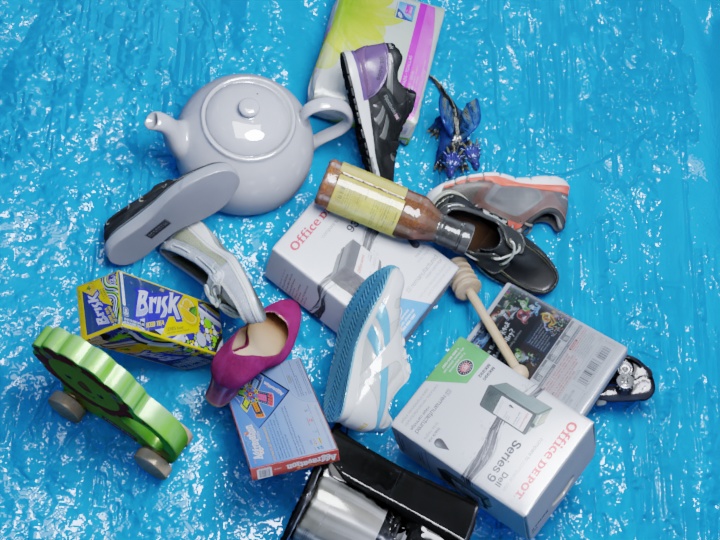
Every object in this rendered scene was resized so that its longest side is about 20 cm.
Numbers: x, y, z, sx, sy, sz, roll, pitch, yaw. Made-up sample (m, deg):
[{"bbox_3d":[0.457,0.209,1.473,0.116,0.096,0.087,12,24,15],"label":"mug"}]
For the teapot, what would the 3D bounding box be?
[{"bbox_3d":[-0.142,-0.176,1.686,0.197,0.146,0.200,36,66,5],"label":"teapot"}]

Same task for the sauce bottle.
[{"bbox_3d":[0.043,-0.073,1.633,0.198,0.066,0.066,24,66,-2],"label":"sauce bottle"}]

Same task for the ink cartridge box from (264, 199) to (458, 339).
[{"bbox_3d":[0.000,0.000,1.671,0.199,0.084,0.145,38,63,6],"label":"ink cartridge box"}]

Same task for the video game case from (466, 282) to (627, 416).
[{"bbox_3d":[0.205,0.134,1.651,0.181,0.023,0.201,30,70,25],"label":"video game case"}]

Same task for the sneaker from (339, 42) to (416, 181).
[{"bbox_3d":[0.037,-0.194,1.709,0.087,0.202,0.076,-15,28,-5],"label":"sneaker"}]

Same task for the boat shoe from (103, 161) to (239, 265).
[{"bbox_3d":[-0.240,-0.082,1.635,0.199,0.069,0.057,-33,53,12],"label":"boat shoe"}]

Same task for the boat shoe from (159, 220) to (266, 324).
[{"bbox_3d":[-0.179,0.008,1.618,0.065,0.075,0.202,-35,49,-10],"label":"boat shoe"}]

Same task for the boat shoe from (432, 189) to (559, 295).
[{"bbox_3d":[0.175,-0.027,1.706,0.199,0.068,0.072,35,95,-14],"label":"boat shoe"}]

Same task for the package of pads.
[{"bbox_3d":[0.019,-0.287,1.802,0.153,0.068,0.202,16,66,-4],"label":"package of pads"}]

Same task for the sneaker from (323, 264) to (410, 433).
[{"bbox_3d":[0.019,0.093,1.564,0.080,0.076,0.202,22,75,-24],"label":"sneaker"}]

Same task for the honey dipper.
[{"bbox_3d":[0.158,0.065,1.665,0.038,0.038,0.201,-14,50,-15],"label":"honey dipper"}]

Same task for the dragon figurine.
[{"bbox_3d":[0.127,-0.198,1.767,0.058,0.100,0.202,4,62,-9],"label":"dragon figurine"}]

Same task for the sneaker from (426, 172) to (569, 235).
[{"bbox_3d":[0.186,-0.081,1.749,0.198,0.077,0.083,-1,78,-8],"label":"sneaker"}]

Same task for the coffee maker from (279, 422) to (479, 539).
[{"bbox_3d":[0.033,0.275,1.543,0.199,0.135,0.193,27,65,0],"label":"coffee maker"}]

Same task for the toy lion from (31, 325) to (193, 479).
[{"bbox_3d":[-0.284,0.142,1.506,0.199,0.192,0.069,33,66,3],"label":"toy lion"}]

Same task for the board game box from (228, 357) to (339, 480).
[{"bbox_3d":[-0.097,0.171,1.552,0.102,0.020,0.200,-10,29,-11],"label":"board game box"}]

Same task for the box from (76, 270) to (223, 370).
[{"bbox_3d":[-0.242,0.062,1.546,0.064,0.200,0.071,-19,68,24],"label":"box"}]

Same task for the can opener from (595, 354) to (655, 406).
[{"bbox_3d":[0.276,0.143,1.679,0.198,0.079,0.064,-2,68,0],"label":"can opener"}]

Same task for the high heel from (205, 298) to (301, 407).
[{"bbox_3d":[-0.115,0.079,1.590,0.067,0.096,0.200,32,44,3],"label":"high heel"}]

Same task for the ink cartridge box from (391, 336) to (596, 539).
[{"bbox_3d":[0.159,0.196,1.562,0.199,0.084,0.146,32,70,26],"label":"ink cartridge box"}]
